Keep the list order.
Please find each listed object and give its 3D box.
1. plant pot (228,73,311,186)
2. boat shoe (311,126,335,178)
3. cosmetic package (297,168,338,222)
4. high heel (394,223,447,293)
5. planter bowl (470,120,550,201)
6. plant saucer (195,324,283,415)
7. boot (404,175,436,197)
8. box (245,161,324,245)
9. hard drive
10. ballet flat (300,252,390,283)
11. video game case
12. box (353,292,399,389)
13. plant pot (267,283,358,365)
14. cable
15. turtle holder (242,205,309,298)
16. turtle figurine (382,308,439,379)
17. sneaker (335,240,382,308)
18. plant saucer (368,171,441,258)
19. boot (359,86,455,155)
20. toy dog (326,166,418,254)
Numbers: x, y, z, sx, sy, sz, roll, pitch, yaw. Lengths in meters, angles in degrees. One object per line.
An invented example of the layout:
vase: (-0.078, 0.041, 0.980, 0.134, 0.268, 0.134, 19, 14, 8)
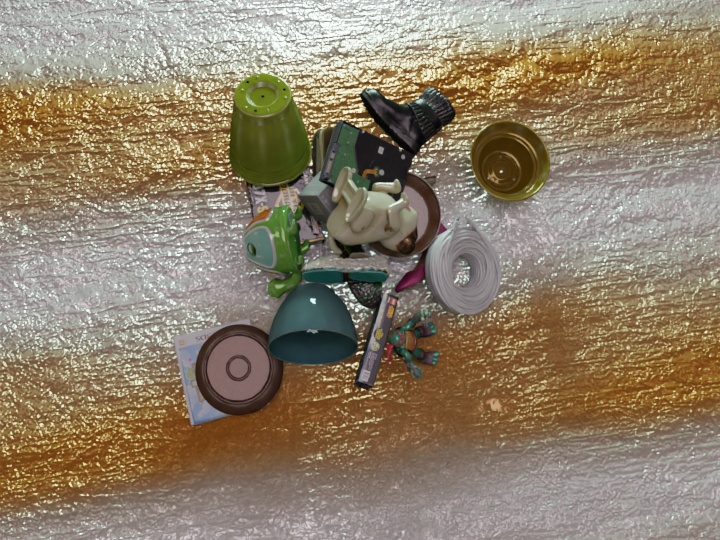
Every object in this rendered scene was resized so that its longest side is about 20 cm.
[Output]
plant pot: (-0.212, -0.330, 1.697, 0.196, 0.194, 0.203, 1, 59, -1)
boat shoe: (-0.081, -0.238, 1.787, 0.072, 0.064, 0.204, 0, 95, -35)
cosmetic package: (-0.039, -0.209, 1.716, 0.200, 0.106, 0.091, -46, 115, -19)
high heel: (0.137, -0.031, 1.763, 0.199, 0.067, 0.097, -37, 94, -27)
planter bowl: (0.354, -0.254, 1.824, 0.196, 0.084, 0.204, 1, 78, -5)
plant saucer: (-0.270, 0.218, 1.665, 0.196, 0.035, 0.204, 1, 76, -6)
boot: (0.103, -0.135, 1.788, 0.196, 0.070, 0.149, -14, 86, -7)
box: (-0.180, -0.150, 1.766, 0.157, 0.049, 0.204, -11, 80, -6)
hard drive: (0.014, -0.228, 1.662, 0.198, 0.038, 0.142, 20, 83, -29)
ballet flat: (-0.032, -0.008, 1.641, 0.196, 0.072, 0.073, 2, 78, -3)
video game case: (-0.313, 0.226, 1.686, 0.179, 0.022, 0.204, -13, 80, -8)
box: (0.034, 0.162, 1.677, 0.039, 0.137, 0.203, 17, 77, -2)
plant pot: (-0.106, 0.109, 1.656, 0.196, 0.201, 0.137, 0, 62, -6)
cable: (0.236, 0.000, 1.737, 0.200, 0.069, 0.201, 44, 66, -19)
turtle holder: (-0.185, -0.050, 1.668, 0.129, 0.187, 0.142, -8, 42, 6)
turtle figurine: (0.117, 0.157, 1.658, 0.099, 0.199, 0.153, 10, 87, 26)
sneaker: (0.000, 0.000, 1.715, 0.077, 0.086, 0.202, -21, 62, -1)
plant saucer: (0.087, -0.128, 1.733, 0.196, 0.037, 0.205, 0, 85, -5)
boot: (0.115, -0.401, 1.830, 0.211, 0.079, 0.158, 44, 84, -7)
toy dog: (0.040, -0.101, 1.603, 0.197, 0.140, 0.197, 14, 106, -30)
